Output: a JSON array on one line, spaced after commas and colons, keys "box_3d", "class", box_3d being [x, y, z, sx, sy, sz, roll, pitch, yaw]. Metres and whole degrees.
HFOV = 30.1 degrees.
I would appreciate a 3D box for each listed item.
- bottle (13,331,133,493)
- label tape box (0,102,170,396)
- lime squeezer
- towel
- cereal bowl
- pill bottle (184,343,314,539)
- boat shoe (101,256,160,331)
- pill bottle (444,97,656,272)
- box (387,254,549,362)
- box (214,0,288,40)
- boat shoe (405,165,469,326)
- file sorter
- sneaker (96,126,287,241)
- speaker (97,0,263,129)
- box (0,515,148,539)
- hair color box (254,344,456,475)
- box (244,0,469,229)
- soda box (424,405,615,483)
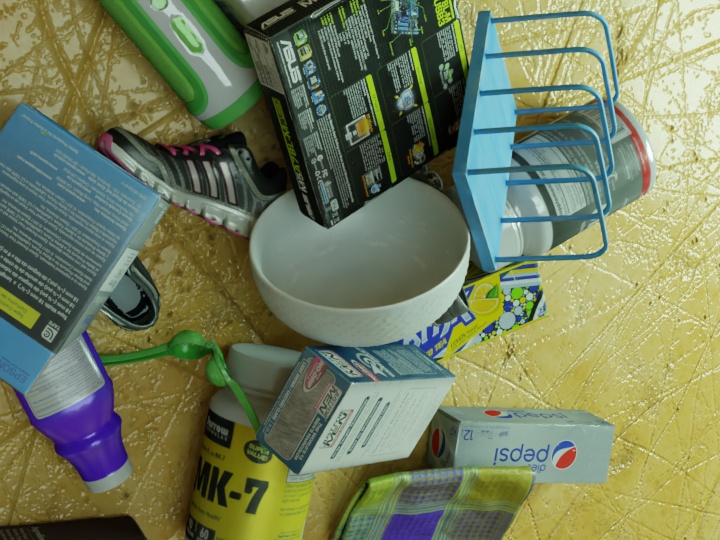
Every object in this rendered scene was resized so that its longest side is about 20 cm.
[{"box_3d": [-0.269, 0.108, 1.221, 0.083, 0.065, 0.201, -27, 111, -12], "class": "bottle"}, {"box_3d": [-0.278, -0.017, 1.137, 0.144, 0.063, 0.201, 34, 88, 1], "class": "label tape box"}, {"box_3d": [-0.150, 0.094, 1.228, 0.071, 0.199, 0.038, -50, 153, -34], "class": "lime squeezer"}, {"box_3d": [0.077, 0.252, 1.390, 0.198, 0.023, 0.144, 2, 135, -23], "class": "towel"}, {"box_3d": [0.000, 0.000, 1.222, 0.199, 0.200, 0.084, -21, 135, -19], "class": "cereal bowl"}, {"box_3d": [-0.098, 0.178, 1.287, 0.113, 0.114, 0.202, 8, 96, -26], "class": "pill bottle"}, {"box_3d": [-0.246, -0.025, 1.206, 0.073, 0.062, 0.201, -38, 112, -10], "class": "boat shoe"}, {"box_3d": [0.191, -0.085, 1.367, 0.199, 0.114, 0.115, -29, 111, -16], "class": "pill bottle"}, {"box_3d": [0.089, 0.044, 1.373, 0.199, 0.064, 0.071, -21, 109, -20], "class": "box"}, {"box_3d": [-0.058, -0.246, 1.226, 0.113, 0.101, 0.200, -45, 115, -10], "class": "box"}, {"box_3d": [0.069, -0.045, 1.311, 0.067, 0.057, 0.202, 19, 61, -62], "class": "boat shoe"}, {"box_3d": [0.167, -0.122, 1.228, 0.139, 0.122, 0.201, 65, 30, -49], "class": "file sorter"}, {"box_3d": [-0.147, -0.097, 1.234, 0.199, 0.074, 0.088, 26, 89, -31], "class": "sneaker"}, {"box_3d": [-0.168, -0.224, 1.187, 0.088, 0.088, 0.200, -44, 114, -10], "class": "speaker"}, {"box_3d": [-0.284, 0.331, 1.203, 0.198, 0.164, 0.167, -1, 101, -24], "class": "box"}, {"box_3d": [0.000, 0.123, 1.227, 0.200, 0.060, 0.100, 5, 118, -60], "class": "hair color box"}, {"box_3d": [0.009, -0.167, 1.184, 0.193, 0.047, 0.201, -36, 131, -23], "class": "box"}, {"box_3d": [0.172, 0.187, 1.440, 0.199, 0.063, 0.069, 4, 99, -25], "class": "soda box"}]
